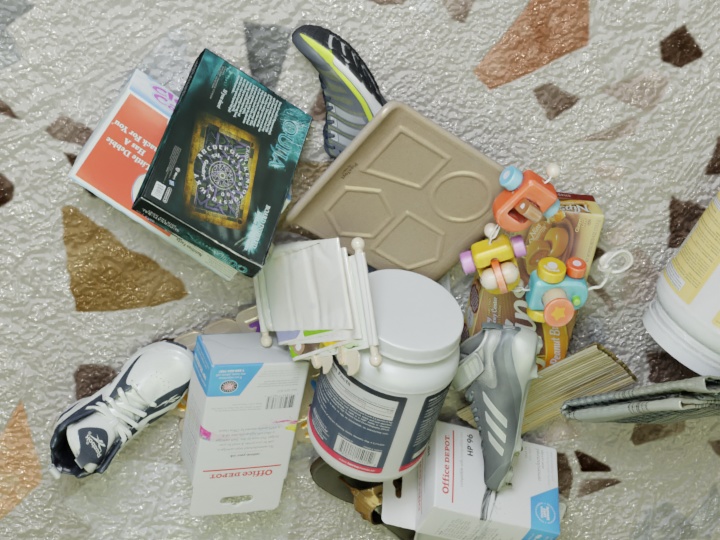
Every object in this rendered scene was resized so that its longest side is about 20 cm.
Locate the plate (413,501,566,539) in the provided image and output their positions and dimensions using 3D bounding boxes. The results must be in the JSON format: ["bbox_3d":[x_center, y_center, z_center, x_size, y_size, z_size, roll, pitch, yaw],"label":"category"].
[{"bbox_3d":[0.140,0.361,1.513,0.197,0.032,0.202,3,118,-22],"label":"plate"}]

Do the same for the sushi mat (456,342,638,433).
[{"bbox_3d":[0.214,0.144,1.392,0.199,0.012,0.095,-30,131,30],"label":"sushi mat"}]

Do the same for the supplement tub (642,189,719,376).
[{"bbox_3d":[0.410,0.006,1.307,0.144,0.146,0.201,24,113,-16],"label":"supplement tub"}]

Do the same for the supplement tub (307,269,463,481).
[{"bbox_3d":[0.026,0.114,1.302,0.138,0.141,0.202,9,129,-10],"label":"supplement tub"}]

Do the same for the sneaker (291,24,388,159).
[{"bbox_3d":[-0.013,-0.158,1.227,0.080,0.074,0.201,-31,114,15],"label":"sneaker"}]

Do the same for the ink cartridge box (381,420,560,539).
[{"bbox_3d":[0.129,0.251,1.418,0.197,0.117,0.068,14,140,-12],"label":"ink cartridge box"}]

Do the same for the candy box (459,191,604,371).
[{"bbox_3d":[0.186,0.012,1.340,0.114,0.055,0.202,7,117,-9],"label":"candy box"}]

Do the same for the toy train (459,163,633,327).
[{"bbox_3d":[0.190,-0.013,1.242,0.199,0.056,0.150,35,119,-30],"label":"toy train"}]

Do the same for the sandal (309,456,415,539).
[{"bbox_3d":[0.025,0.282,1.466,0.082,0.055,0.200,-39,115,16],"label":"sandal"}]

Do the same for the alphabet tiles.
[{"bbox_3d":[-0.125,0.134,1.399,0.198,0.015,0.197,-23,117,6],"label":"alphabet tiles"}]

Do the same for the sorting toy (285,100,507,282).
[{"bbox_3d":[0.050,-0.074,1.242,0.199,0.037,0.185,26,128,-27],"label":"sorting toy"}]

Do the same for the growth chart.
[{"bbox_3d":[-0.051,0.032,1.247,0.018,0.199,0.147,-8,97,-42],"label":"growth chart"}]

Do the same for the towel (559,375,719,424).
[{"bbox_3d":[0.356,0.152,1.341,0.191,0.035,0.199,10,161,-38],"label":"towel"}]

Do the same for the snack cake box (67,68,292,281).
[{"bbox_3d":[-0.181,-0.095,1.240,0.199,0.067,0.115,34,111,-17],"label":"snack cake box"}]

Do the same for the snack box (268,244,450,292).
[{"bbox_3d":[0.000,0.000,1.335,0.197,0.024,0.073,-5,119,-3],"label":"snack box"}]

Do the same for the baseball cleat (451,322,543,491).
[{"bbox_3d":[0.140,0.148,1.348,0.105,0.070,0.203,11,110,2],"label":"baseball cleat"}]

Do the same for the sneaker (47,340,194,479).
[{"bbox_3d":[-0.268,0.164,1.327,0.198,0.130,0.080,-27,109,15],"label":"sneaker"}]

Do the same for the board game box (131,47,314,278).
[{"bbox_3d":[-0.129,-0.106,1.178,0.134,0.202,0.028,31,141,-19],"label":"board game box"}]

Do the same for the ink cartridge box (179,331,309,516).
[{"bbox_3d":[-0.135,0.172,1.355,0.114,0.068,0.202,0,118,-25],"label":"ink cartridge box"}]
